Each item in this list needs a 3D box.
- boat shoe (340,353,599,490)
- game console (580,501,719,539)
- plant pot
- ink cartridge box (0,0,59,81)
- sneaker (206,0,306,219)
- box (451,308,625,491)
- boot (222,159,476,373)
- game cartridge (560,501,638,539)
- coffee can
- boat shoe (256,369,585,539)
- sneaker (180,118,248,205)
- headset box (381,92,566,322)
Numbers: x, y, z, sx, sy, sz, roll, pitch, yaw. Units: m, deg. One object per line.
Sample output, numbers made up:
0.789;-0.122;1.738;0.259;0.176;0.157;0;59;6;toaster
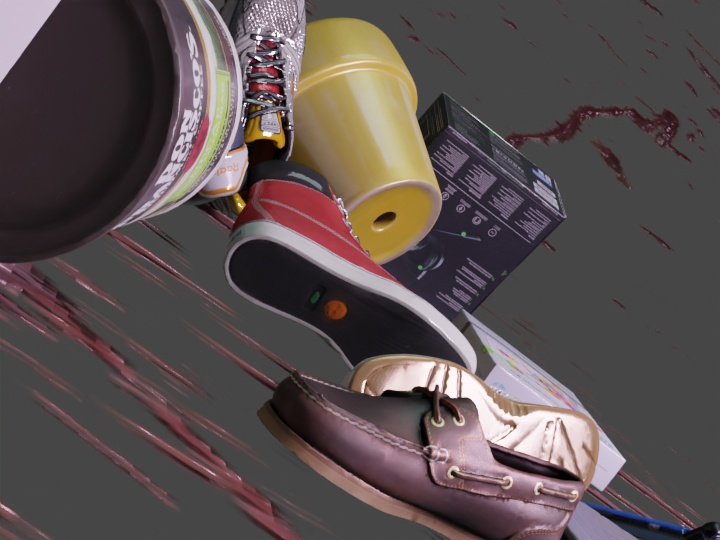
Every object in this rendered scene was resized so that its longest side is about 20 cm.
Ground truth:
0.056;0.097;0.787;0.199;0.072;0.069;22;-10;-35;boat shoe
0.260;0.254;0.989;0.199;0.117;0.173;29;43;-51;game console
-0.016;-0.112;1.284;0.200;0.200;0.190;27;28;-56;plant pot
-0.227;-0.131;0.449;0.200;0.148;0.144;42;8;27;ink cartridge box
-0.076;-0.135;1.024;0.077;0.203;0.082;2;17;-26;sneaker
0.160;0.119;1.249;0.155;0.041;0.200;37;8;-10;box
0.000;0.000;0.922;0.199;0.073;0.145;34;27;-15;boot
0.165;0.201;0.794;0.129;0.038;0.200;40;6;-23;game cartridge
-0.140;-0.089;0.621;0.146;0.147;0.200;37;7;-3;coffee can
0.037;0.094;0.674;0.199;0.071;0.070;32;10;-35;boat shoe
-0.135;-0.090;0.969;0.200;0.077;0.081;-164;-117;-71;sneaker
0.094;-0.058;1.432;0.173;0.200;0.093;34;24;-18;headset box
